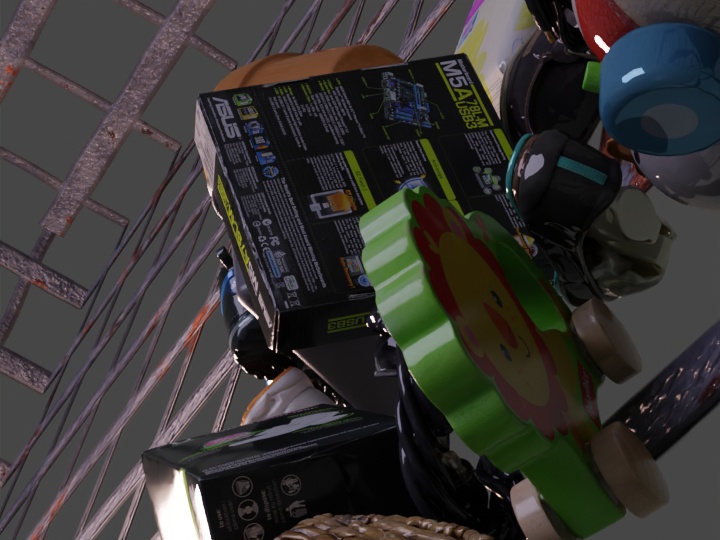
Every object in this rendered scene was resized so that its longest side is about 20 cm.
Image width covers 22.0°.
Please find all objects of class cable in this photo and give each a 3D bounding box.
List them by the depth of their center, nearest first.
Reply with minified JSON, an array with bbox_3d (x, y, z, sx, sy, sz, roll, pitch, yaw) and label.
[{"bbox_3d":[0.060,0.069,1.011,0.051,0.164,0.200,-19,10,16],"label":"cable"}]

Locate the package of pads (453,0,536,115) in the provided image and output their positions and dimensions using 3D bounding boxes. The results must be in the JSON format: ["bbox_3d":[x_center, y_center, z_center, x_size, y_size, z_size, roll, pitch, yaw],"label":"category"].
[{"bbox_3d":[0.125,-0.175,1.443,0.155,0.068,0.201,-45,20,54],"label":"package of pads"}]

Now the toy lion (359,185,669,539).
[{"bbox_3d":[0.067,0.032,0.899,0.069,0.192,0.200,-33,21,18],"label":"toy lion"}]

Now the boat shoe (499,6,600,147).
[{"bbox_3d":[0.152,-0.154,1.274,0.073,0.074,0.201,-43,23,54],"label":"boat shoe"}]

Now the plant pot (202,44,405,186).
[{"bbox_3d":[-0.024,-0.114,1.652,0.140,0.200,0.201,-22,37,45],"label":"plant pot"}]

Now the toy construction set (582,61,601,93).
[{"bbox_3d":[0.191,-0.174,1.124,0.200,0.092,0.131,-59,-14,-30],"label":"toy construction set"}]

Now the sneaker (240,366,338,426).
[{"bbox_3d":[-0.048,0.171,1.349,0.076,0.092,0.201,-34,-33,-44],"label":"sneaker"}]

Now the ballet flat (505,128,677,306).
[{"bbox_3d":[0.132,-0.018,1.013,0.068,0.068,0.200,-71,-22,-8],"label":"ballet flat"}]

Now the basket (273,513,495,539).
[{"bbox_3d":[0.021,0.213,0.868,0.142,0.150,0.200,-31,20,-28],"label":"basket"}]

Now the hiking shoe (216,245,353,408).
[{"bbox_3d":[-0.050,0.057,1.397,0.074,0.200,0.087,-23,57,2],"label":"hiking shoe"}]

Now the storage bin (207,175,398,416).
[{"bbox_3d":[0.000,0.000,1.283,0.145,0.200,0.135,-32,34,21],"label":"storage bin"}]

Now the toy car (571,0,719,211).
[{"bbox_3d":[0.168,-0.094,0.907,0.200,0.176,0.185,116,164,-55],"label":"toy car"}]

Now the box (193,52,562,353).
[{"bbox_3d":[0.009,-0.049,1.182,0.048,0.192,0.200,100,154,-46],"label":"box"}]

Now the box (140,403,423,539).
[{"bbox_3d":[-0.038,0.165,1.062,0.200,0.124,0.149,177,80,-75],"label":"box"}]

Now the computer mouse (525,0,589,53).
[{"bbox_3d":[0.188,-0.231,1.205,0.200,0.110,0.044,-37,34,-5],"label":"computer mouse"}]
